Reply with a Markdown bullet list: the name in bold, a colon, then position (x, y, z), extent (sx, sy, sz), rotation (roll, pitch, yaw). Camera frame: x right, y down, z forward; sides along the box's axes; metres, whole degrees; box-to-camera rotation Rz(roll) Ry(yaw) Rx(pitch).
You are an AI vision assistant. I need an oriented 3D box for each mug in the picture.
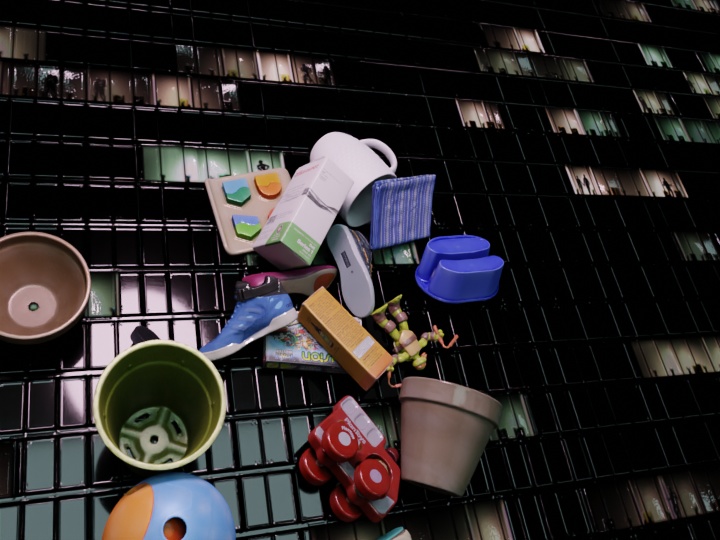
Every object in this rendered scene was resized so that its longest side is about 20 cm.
- **mug**: position (-0.007, -0.223, 1.582), extent (0.198, 0.149, 0.176), rotation (-30, 65, -27)

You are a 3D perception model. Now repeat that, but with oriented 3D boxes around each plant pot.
- **plant pot**: position (0.150, 0.310, 1.318), extent (0.195, 0.200, 0.178), rotation (19, 71, -9)
- **plant pot**: position (-0.569, 0.044, 1.242), extent (0.195, 0.093, 0.205), rotation (10, 57, -15)
- **plant pot**: position (-0.326, 0.247, 1.156), extent (0.195, 0.191, 0.205), rotation (10, 56, -15)

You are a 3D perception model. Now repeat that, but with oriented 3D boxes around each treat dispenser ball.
- **treat dispenser ball**: position (-0.284, 0.407, 1.071), extent (0.195, 0.202, 0.206), rotation (9, 57, -15)

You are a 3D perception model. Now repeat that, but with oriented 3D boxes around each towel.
- **towel**: position (0.094, -0.128, 1.561), extent (0.024, 0.149, 0.197), rotation (19, 24, 41)

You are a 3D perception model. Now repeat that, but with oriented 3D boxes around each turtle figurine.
- **turtle figurine**: position (0.098, 0.136, 1.460), extent (0.198, 0.064, 0.164), rotation (-30, 87, -28)

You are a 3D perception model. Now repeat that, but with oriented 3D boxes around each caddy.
- **caddy**: position (0.215, 0.005, 1.565), extent (0.195, 0.107, 0.142), rotation (-4, 38, -23)

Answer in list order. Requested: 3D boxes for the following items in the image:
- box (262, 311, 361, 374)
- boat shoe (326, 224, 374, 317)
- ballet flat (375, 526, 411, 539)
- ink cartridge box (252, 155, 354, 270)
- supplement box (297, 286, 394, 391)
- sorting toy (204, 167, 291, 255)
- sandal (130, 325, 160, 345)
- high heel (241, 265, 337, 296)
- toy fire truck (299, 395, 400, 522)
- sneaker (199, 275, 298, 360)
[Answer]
- **box**: position (-0.092, 0.140, 1.404), extent (0.195, 0.035, 0.113), rotation (7, 59, -18)
- **boat shoe**: position (0.000, 0.000, 1.491), extent (0.090, 0.070, 0.205), rotation (8, 59, -57)
- **ballet flat**: position (0.008, 0.501, 1.215), extent (0.196, 0.070, 0.071), rotation (-14, 66, -28)
- **ink cartridge box**: position (-0.114, -0.112, 1.435), extent (0.084, 0.145, 0.203), rotation (37, 69, -23)
- **supplement box**: position (-0.031, 0.129, 1.372), extent (0.200, 0.067, 0.069), rotation (44, 55, 7)
- **sorting toy**: position (-0.214, -0.132, 1.518), extent (0.195, 0.037, 0.189), rotation (-10, 65, -26)
- **sandal**: position (-0.327, 0.164, 1.270), extent (0.199, 0.076, 0.043), rotation (42, 98, 7)
- **high heel**: position (-0.140, 0.012, 1.452), extent (0.197, 0.069, 0.096), rotation (-18, 44, -42)
- **toy fire truck**: position (-0.001, 0.336, 1.289), extent (0.200, 0.113, 0.167), rotation (47, 37, 9)
- **sneaker**: position (-0.224, 0.081, 1.323), extent (0.196, 0.077, 0.113), rotation (-26, 95, -6)
